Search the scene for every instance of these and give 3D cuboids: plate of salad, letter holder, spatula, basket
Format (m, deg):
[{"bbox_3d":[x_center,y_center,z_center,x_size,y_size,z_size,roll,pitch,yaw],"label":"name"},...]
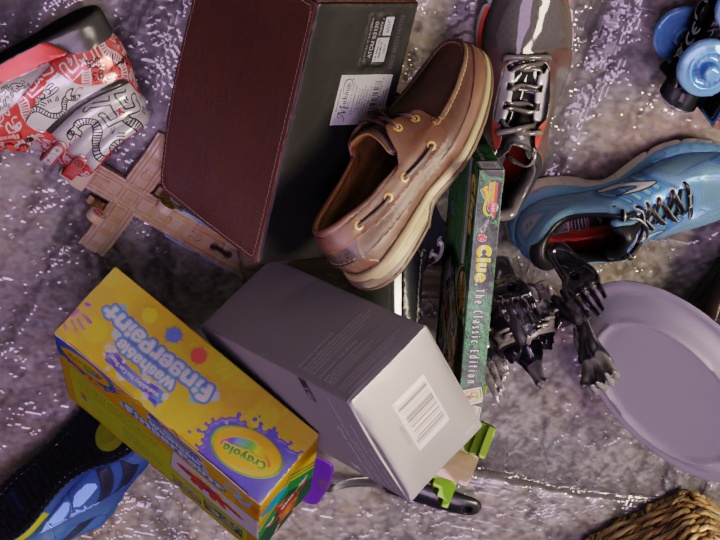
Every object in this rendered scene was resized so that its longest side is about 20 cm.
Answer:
[{"bbox_3d":[0.256,0.085,1.603,0.048,0.200,0.201,-40,123,-28],"label":"plate of salad"},{"bbox_3d":[-0.060,-0.128,1.483,0.100,0.142,0.201,-7,120,-42],"label":"letter holder"},{"bbox_3d":[0.009,0.182,1.700,0.199,0.021,0.057,11,130,-14],"label":"spatula"},{"bbox_3d":[0.299,0.311,1.730,0.142,0.149,0.200,-26,118,9],"label":"basket"}]

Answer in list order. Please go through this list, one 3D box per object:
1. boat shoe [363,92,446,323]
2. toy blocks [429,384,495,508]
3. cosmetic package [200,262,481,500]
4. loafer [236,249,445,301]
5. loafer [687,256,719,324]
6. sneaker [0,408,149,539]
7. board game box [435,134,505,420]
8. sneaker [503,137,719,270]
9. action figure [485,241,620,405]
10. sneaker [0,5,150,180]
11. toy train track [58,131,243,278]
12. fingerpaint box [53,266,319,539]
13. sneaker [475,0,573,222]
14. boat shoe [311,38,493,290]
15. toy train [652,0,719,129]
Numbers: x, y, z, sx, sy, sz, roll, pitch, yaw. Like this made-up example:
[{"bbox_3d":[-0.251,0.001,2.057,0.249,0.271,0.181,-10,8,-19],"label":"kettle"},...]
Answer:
[{"bbox_3d":[0.036,-0.037,1.502,0.060,0.076,0.201,3,79,-21],"label":"boat shoe"},{"bbox_3d":[0.021,0.114,1.586,0.136,0.200,0.100,21,90,-6],"label":"toy blocks"},{"bbox_3d":[-0.016,0.075,1.451,0.090,0.200,0.107,-45,124,-20],"label":"cosmetic package"},{"bbox_3d":[0.000,0.000,1.572,0.199,0.076,0.068,4,127,-8],"label":"loafer"},{"bbox_3d":[0.327,-0.002,1.602,0.073,0.071,0.201,17,116,-15],"label":"loafer"},{"bbox_3d":[-0.215,0.164,1.652,0.200,0.066,0.078,-40,143,9],"label":"sneaker"},{"bbox_3d":[0.079,0.004,1.483,0.023,0.105,0.201,2,112,-6],"label":"board game box"},{"bbox_3d":[0.215,-0.038,1.559,0.199,0.090,0.079,-17,119,4],"label":"sneaker"},{"bbox_3d":[0.133,0.053,1.545,0.118,0.102,0.200,-13,161,-4],"label":"action figure"},{"bbox_3d":[-0.255,-0.104,1.483,0.201,0.067,0.108,-26,110,5],"label":"sneaker"},{"bbox_3d":[-0.143,-0.032,1.559,0.200,0.033,0.115,30,112,-21],"label":"toy train track"},{"bbox_3d":[-0.130,0.108,1.518,0.200,0.167,0.073,38,72,11],"label":"fingerpaint box"},{"bbox_3d":[0.123,-0.125,1.506,0.077,0.082,0.201,2,119,-7],"label":"sneaker"},{"bbox_3d":[0.030,-0.086,1.428,0.068,0.072,0.201,39,70,-33],"label":"boat shoe"},{"bbox_3d":[0.302,-0.195,1.487,0.114,0.087,0.200,18,116,-22],"label":"toy train"}]
